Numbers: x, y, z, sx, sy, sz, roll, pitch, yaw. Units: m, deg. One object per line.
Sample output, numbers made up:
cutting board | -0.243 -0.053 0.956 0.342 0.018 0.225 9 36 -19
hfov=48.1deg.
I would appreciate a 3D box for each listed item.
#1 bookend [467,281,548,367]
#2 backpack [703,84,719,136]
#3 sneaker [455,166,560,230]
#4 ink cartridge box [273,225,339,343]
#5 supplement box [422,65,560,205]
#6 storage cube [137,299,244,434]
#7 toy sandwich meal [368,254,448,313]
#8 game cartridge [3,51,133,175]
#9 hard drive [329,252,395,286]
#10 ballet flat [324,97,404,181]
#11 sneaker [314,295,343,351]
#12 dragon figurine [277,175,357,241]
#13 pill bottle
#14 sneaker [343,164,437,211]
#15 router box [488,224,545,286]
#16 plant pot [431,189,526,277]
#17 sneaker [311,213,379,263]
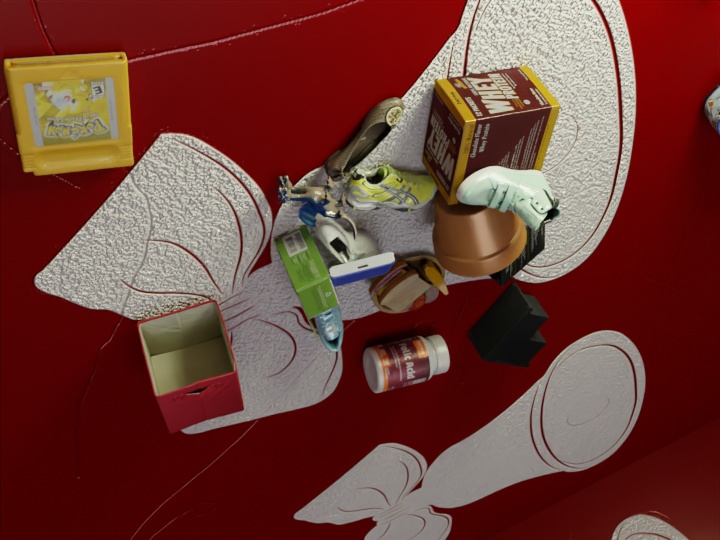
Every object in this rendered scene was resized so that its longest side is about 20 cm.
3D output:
bookend | 0.419 0.147 2.115 0.196 0.093 0.201 12 126 -40
backpack | 0.861 -0.352 1.777 0.188 0.156 0.201 19 127 -29
sneaker | 0.281 -0.129 1.496 0.197 0.119 0.074 -6 140 -22
ink cartridge box | -0.098 0.032 1.651 0.075 0.149 0.201 -24 142 -4
supplement box | 0.241 -0.257 1.534 0.196 0.134 0.199 -13 140 -17
storage cube | -0.345 0.198 1.662 0.168 0.202 0.181 -16 147 -13
toy sandwich meal | 0.115 0.044 1.845 0.202 0.071 0.207 -16 140 -13
game cartridge | -0.444 -0.238 1.249 0.173 0.033 0.202 -10 137 -20
hard drive | 0.000 0.000 1.670 0.129 0.026 0.200 -14 175 -3
ballet flat | 0.010 -0.237 1.495 0.200 0.047 0.067 -42 139 18
sneaker | -0.069 0.107 1.802 0.073 0.083 0.201 -23 141 -5
dragon figurine | -0.083 -0.123 1.544 0.098 0.060 0.200 -10 149 26
pill bottle | 0.115 0.228 2.014 0.196 0.115 0.115 -12 139 -18
sneaker | 0.067 -0.165 1.584 0.196 0.076 0.077 -9 140 -23
router box | 0.352 -0.078 1.826 0.148 0.051 0.201 -38 145 -17
plant pot | 0.232 -0.107 1.653 0.197 0.201 0.141 -25 133 -2
sneaker | -0.024 -0.042 1.657 0.075 0.089 0.199 -43 139 18
